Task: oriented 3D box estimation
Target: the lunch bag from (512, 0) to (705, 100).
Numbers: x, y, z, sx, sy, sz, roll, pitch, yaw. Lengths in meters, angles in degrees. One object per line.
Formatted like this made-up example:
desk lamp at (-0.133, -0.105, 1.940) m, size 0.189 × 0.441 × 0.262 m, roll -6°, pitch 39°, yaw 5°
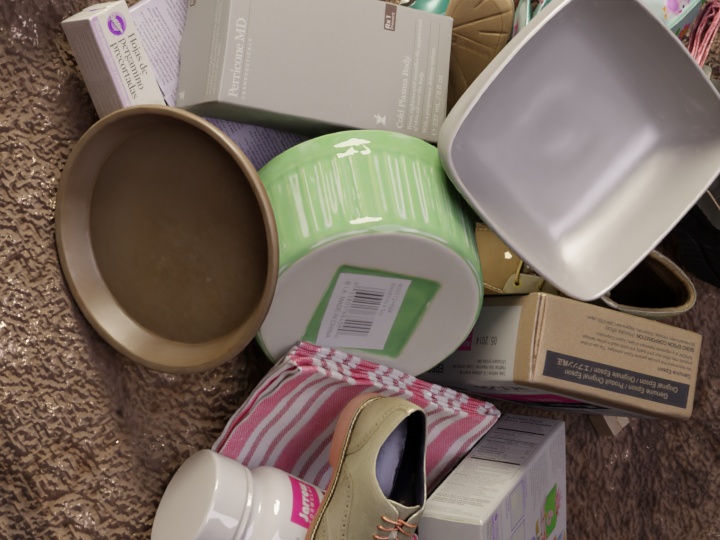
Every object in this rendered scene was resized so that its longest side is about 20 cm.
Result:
lunch bag at (0.178, -0.176, 1.433) m, size 0.122 × 0.171 × 0.200 m, roll 42°, pitch 67°, yaw 7°

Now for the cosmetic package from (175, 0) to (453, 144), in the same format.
cosmetic package at (-0.035, -0.160, 1.312) m, size 0.199 × 0.090 × 0.108 m, roll 6°, pitch 87°, yaw -32°

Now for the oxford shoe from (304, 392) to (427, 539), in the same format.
oxford shoe at (0.007, 0.189, 1.244) m, size 0.070 × 0.074 × 0.202 m, roll 10°, pitch 83°, yaw -31°

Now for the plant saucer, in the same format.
plant saucer at (-0.140, -0.023, 1.251) m, size 0.029 × 0.199 × 0.202 m, roll -23°, pitch 99°, yaw -58°

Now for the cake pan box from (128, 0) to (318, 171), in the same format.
cake pan box at (-0.087, -0.160, 1.358) m, size 0.184 × 0.052 × 0.201 m, roll -38°, pitch 105°, yaw -28°

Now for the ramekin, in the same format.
ramekin at (0.000, 0.000, 1.304) m, size 0.199 × 0.200 × 0.098 m, roll 19°, pitch 37°, yaw -27°

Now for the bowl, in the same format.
bowl at (0.164, -0.103, 1.299) m, size 0.200 × 0.075 × 0.200 m, roll -47°, pitch 116°, yaw -2°

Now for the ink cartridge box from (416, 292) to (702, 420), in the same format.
ink cartridge box at (0.151, 0.071, 1.393) m, size 0.164 × 0.200 × 0.076 m, roll 13°, pitch 82°, yaw -28°

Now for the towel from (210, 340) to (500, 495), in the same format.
towel at (-0.006, 0.135, 1.342) m, size 0.199 × 0.147 × 0.030 m, roll 20°, pitch 37°, yaw -28°

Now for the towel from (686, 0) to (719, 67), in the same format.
towel at (0.262, -0.135, 1.484) m, size 0.023 × 0.200 × 0.145 m, roll 24°, pitch 73°, yaw 4°

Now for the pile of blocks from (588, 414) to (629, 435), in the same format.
pile of blocks at (0.250, 0.049, 1.531) m, size 0.082 × 0.062 × 0.202 m, roll 9°, pitch 83°, yaw -29°

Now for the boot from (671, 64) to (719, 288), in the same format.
boot at (0.336, -0.079, 1.561) m, size 0.200 × 0.077 × 0.139 m, roll 47°, pitch 56°, yaw -48°

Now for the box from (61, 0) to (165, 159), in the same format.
box at (-0.166, -0.104, 1.292) m, size 0.039 × 0.041 × 0.201 m, roll -36°, pitch 114°, yaw -38°

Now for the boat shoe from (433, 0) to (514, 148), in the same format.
boat shoe at (0.084, -0.158, 1.399) m, size 0.072 × 0.201 × 0.065 m, roll 27°, pitch 38°, yaw 11°

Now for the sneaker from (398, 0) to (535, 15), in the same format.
sneaker at (0.078, -0.240, 1.454) m, size 0.199 × 0.071 × 0.080 m, roll -30°, pitch 81°, yaw -22°

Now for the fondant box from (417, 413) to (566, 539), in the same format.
fondant box at (0.110, 0.220, 1.368) m, size 0.200 × 0.058 × 0.145 m, roll -35°, pitch 126°, yaw -58°

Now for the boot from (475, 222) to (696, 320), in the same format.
boot at (0.167, 0.000, 1.415) m, size 0.199 × 0.155 × 0.073 m, roll 19°, pitch 81°, yaw -7°

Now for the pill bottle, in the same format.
pill bottle at (-0.054, 0.220, 1.315) m, size 0.199 × 0.113 × 0.114 m, roll 28°, pitch 74°, yaw -25°
